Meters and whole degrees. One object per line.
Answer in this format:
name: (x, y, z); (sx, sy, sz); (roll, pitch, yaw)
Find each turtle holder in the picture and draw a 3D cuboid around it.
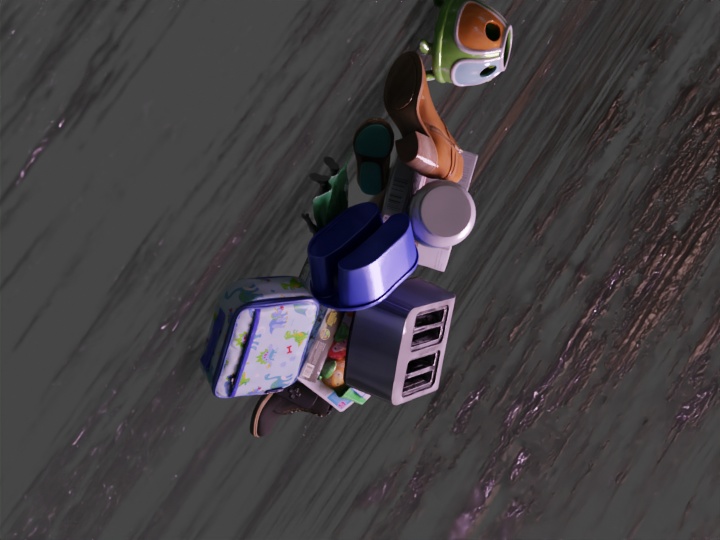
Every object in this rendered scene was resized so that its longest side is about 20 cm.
turtle holder: (0.177, -0.358, 1.613); (0.186, 0.131, 0.142); (85, 22, -49)

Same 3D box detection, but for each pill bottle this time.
pill bottle: (0.131, -0.092, 1.617); (0.109, 0.108, 0.200); (-58, -179, 0)

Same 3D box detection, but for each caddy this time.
caddy: (0.004, -0.017, 1.569); (0.200, 0.141, 0.106); (-41, 137, -33)

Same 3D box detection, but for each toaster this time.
toaster: (0.063, 0.115, 1.671); (0.199, 0.118, 0.182); (-9, 113, -52)

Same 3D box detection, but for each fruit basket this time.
fruit basket: (-0.029, 0.151, 1.787); (0.185, 0.094, 0.200); (-45, 130, 2)

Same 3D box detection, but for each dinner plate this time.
dinner plate: (0.112, -0.163, 1.836); (0.200, 0.024, 0.202); (15, 90, -84)

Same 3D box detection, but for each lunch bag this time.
lunch bag: (-0.162, 0.107, 1.547); (0.160, 0.083, 0.201); (-2, 128, -34)

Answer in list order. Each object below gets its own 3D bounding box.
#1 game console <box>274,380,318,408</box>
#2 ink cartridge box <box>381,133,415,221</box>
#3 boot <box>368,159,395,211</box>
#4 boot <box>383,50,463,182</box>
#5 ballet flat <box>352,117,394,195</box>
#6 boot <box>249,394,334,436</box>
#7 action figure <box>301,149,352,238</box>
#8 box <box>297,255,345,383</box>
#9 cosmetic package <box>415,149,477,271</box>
game console: (-0.115, 0.152, 1.804); (0.201, 0.175, 0.116); (-59, -167, 7)
ink cartridge box: (0.075, -0.178, 1.747); (0.200, 0.040, 0.201); (102, 2, -86)
boot: (0.047, -0.137, 1.849); (0.147, 0.070, 0.200); (-66, 164, 5)
boot: (0.115, -0.245, 1.610); (0.076, 0.202, 0.155); (-20, 160, 32)
ballet flat: (0.022, -0.207, 1.654); (0.200, 0.070, 0.066); (100, 1, -59)
boot: (-0.127, 0.275, 1.947); (0.077, 0.138, 0.201); (-24, 144, -63)
action figure: (-0.055, -0.095, 1.615); (0.118, 0.054, 0.201); (-50, 159, -32)
box: (-0.083, 0.080, 1.678); (0.040, 0.137, 0.201); (27, 84, -33)
cosmetic package: (0.147, -0.114, 1.799); (0.113, 0.081, 0.201); (90, 15, -72)
